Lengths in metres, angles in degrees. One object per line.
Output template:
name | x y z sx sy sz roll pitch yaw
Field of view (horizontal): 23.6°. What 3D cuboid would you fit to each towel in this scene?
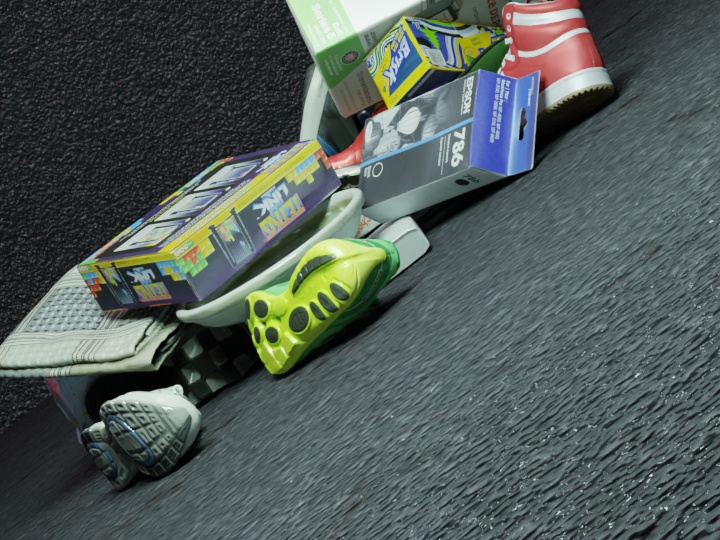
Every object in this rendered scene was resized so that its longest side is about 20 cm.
towel | -0.237 0.038 1.636 0.200 0.035 0.193 -4 28 26

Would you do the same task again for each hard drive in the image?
hard drive | 0.000 0.000 1.556 0.132 0.026 0.200 -38 5 3

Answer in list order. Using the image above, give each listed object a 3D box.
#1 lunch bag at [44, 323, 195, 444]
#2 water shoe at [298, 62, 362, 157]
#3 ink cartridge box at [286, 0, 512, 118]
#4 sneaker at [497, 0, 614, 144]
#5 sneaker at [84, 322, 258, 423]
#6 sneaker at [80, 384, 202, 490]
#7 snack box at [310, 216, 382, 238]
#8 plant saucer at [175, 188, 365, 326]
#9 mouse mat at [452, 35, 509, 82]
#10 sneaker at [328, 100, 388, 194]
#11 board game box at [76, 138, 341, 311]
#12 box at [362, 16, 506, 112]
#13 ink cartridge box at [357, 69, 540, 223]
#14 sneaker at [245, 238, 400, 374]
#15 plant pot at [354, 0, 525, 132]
lunch bag | -0.239 0.079 1.747 0.169 0.127 0.200 -31 -4 -13
water shoe | -0.027 -0.116 1.784 0.079 0.200 0.072 6 22 -3
ink cartridge box | 0.043 -0.252 1.663 0.200 0.084 0.146 -27 -23 1
sneaker | 0.140 -0.175 1.563 0.071 0.113 0.200 -3 -17 -43
sneaker | -0.168 0.095 1.637 0.200 0.074 0.089 -25 10 20
sneaker | -0.170 0.123 1.421 0.087 0.075 0.200 -35 5 -25
snack box | -0.032 -0.022 1.730 0.116 0.037 0.200 -37 -3 -30
plant saucer | -0.071 0.001 1.542 0.200 0.050 0.200 -32 12 7
mouse mat | 0.118 -0.155 1.666 0.161 0.008 0.200 3 -39 -50
sneaker | 0.024 -0.130 1.740 0.200 0.085 0.077 -23 -21 -4
board game box | -0.140 -0.041 1.596 0.165 0.057 0.200 -5 29 50
box | 0.102 -0.193 1.660 0.200 0.064 0.070 -1 -34 -45
ink cartridge box | 0.075 -0.114 1.536 0.200 0.039 0.100 -19 56 46
sneaker | -0.030 0.029 1.379 0.083 0.074 0.200 -12 -13 -32
plant pot | 0.066 -0.231 1.866 0.196 0.196 0.200 -34 -9 35
